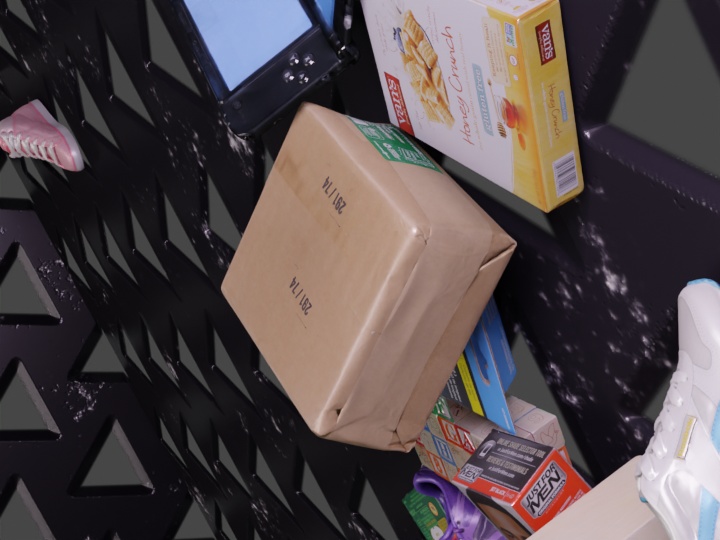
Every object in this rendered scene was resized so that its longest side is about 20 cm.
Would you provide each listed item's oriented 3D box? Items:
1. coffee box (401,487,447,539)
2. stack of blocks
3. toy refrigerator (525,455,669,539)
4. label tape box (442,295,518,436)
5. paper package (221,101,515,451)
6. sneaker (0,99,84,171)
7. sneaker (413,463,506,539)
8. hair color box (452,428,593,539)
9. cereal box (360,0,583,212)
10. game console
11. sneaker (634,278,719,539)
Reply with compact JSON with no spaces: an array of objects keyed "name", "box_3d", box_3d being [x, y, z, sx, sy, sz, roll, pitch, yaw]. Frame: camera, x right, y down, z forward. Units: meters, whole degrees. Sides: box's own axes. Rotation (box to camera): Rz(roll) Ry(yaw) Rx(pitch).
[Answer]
[{"name":"coffee box","box_3d":[0.125,0.309,1.398,0.201,0.044,0.123,56,160,12]},{"name":"stack of blocks","box_3d":[0.108,0.145,1.188,0.199,0.058,0.117,21,137,60]},{"name":"toy refrigerator","box_3d":[0.166,0.226,0.952,0.076,0.199,0.071,14,132,62]},{"name":"label tape box","box_3d":[0.075,0.037,1.109,0.199,0.063,0.146,23,139,53]},{"name":"paper package","box_3d":[0.000,0.000,1.007,0.200,0.102,0.193,50,121,47]},{"name":"sneaker","box_3d":[-0.556,-0.214,2.234,0.200,0.104,0.076,42,152,37]},{"name":"sneaker","box_3d":[0.125,0.262,1.274,0.200,0.083,0.081,47,157,30]},{"name":"hair color box","box_3d":[0.174,0.222,1.054,0.200,0.061,0.101,48,164,-18]},{"name":"cereal box","box_3d":[0.072,-0.141,0.905,0.199,0.039,0.145,35,148,50]},{"name":"game console","box_3d":[-0.086,-0.238,0.999,0.116,0.175,0.202,35,-157,-57]},{"name":"sneaker","box_3d":[0.204,0.106,0.778,0.077,0.079,0.204,51,-145,-76]}]
